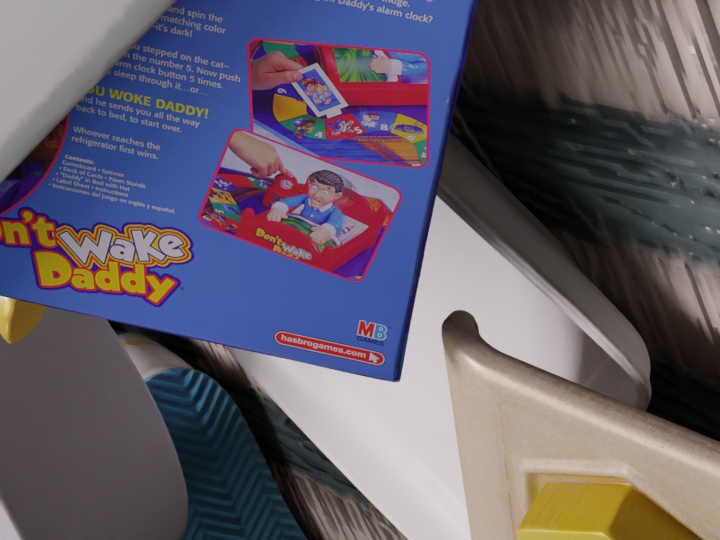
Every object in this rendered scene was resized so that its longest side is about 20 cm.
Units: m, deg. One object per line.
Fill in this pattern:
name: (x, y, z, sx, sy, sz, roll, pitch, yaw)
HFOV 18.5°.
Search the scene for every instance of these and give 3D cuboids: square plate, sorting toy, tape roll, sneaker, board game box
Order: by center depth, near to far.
board game box: (-0.074, -0.056, 0.525, 0.198, 0.045, 0.135, 13, 131, 1)
sorting toy: (0.104, 0.112, 0.582, 0.199, 0.037, 0.186, 26, 149, 27)
square plate: (0.000, 0.000, 0.661, 0.198, 0.028, 0.200, 45, 156, 14)
tape roll: (-0.152, 0.041, 0.782, 0.200, 0.066, 0.201, 36, 151, 24)
sneaker: (-0.065, 0.110, 0.893, 0.081, 0.076, 0.201, 33, 145, 53)

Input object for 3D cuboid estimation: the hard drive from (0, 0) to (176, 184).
hard drive: (-0.142, -0.051, 0.496, 0.132, 0.026, 0.200, 36, 128, -18)

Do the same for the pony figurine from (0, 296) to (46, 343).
pony figurine: (-0.153, -0.098, 0.623, 0.199, 0.167, 0.194, 32, 137, 13)
